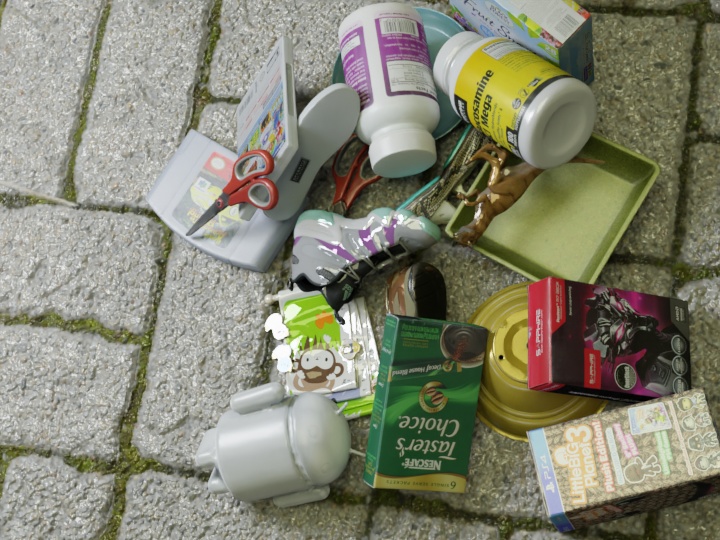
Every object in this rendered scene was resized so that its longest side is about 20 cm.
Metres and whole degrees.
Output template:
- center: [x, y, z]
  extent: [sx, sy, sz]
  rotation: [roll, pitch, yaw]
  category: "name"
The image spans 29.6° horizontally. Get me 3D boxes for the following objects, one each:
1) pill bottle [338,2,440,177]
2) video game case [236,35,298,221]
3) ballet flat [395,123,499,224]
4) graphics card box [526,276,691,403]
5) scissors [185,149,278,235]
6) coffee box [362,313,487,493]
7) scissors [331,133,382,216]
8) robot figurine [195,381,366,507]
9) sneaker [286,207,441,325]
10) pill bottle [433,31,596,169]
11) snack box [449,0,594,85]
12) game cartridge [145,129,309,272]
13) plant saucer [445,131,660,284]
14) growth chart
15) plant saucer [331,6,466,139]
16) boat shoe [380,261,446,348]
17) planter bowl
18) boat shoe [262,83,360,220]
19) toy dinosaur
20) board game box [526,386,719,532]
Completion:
- center: [0.039, -0.224, 1.711]
  extent: [0.111, 0.112, 0.201]
  rotation: [-12, 71, 9]
  category: "pill bottle"
- center: [-0.120, -0.181, 1.727]
  extent: [0.018, 0.143, 0.201]
  rotation: [17, 45, -24]
  category: "video game case"
- center: [0.117, -0.108, 1.716]
  extent: [0.075, 0.068, 0.200]
  rotation: [41, 84, -2]
  category: "ballet flat"
- center: [0.287, 0.085, 1.562]
  extent: [0.199, 0.051, 0.126]
  rotation: [11, 71, -24]
  category: "graphics card box"
- center: [-0.167, -0.096, 1.692]
  extent: [0.199, 0.014, 0.074]
  rotation: [-16, 94, 47]
  category: "scissors"
- center: [0.077, 0.157, 1.590]
  extent: [0.122, 0.044, 0.202]
  rotation: [8, 94, -21]
  category: "coffee box"
- center: [-0.031, -0.081, 1.746]
  extent: [0.073, 0.014, 0.201]
  rotation: [29, 88, 18]
  category: "scissors"
- center: [-0.096, 0.210, 1.630]
  extent: [0.199, 0.170, 0.113]
  rotation: [-14, 28, 17]
  category: "robot figurine"
- center: [0.000, 0.000, 1.656]
  extent: [0.199, 0.078, 0.141]
  rotation: [-1, 65, 32]
  category: "sneaker"
- center: [0.180, -0.212, 1.638]
  extent: [0.113, 0.112, 0.200]
  rotation: [-47, 48, -4]
  category: "pill bottle"
- center: [0.198, -0.313, 1.697]
  extent: [0.200, 0.169, 0.068]
  rotation: [41, 82, 20]
  category: "snack box"
- center: [-0.181, -0.087, 1.791]
  extent: [0.199, 0.041, 0.134]
  rotation: [30, 86, 20]
  category: "game cartridge"
- center: [0.239, -0.079, 1.676]
  extent: [0.199, 0.048, 0.201]
  rotation: [29, 82, 24]
  category: "plant saucer"
- center: [-0.041, 0.102, 1.709]
  extent: [0.144, 0.018, 0.201]
  rotation: [-21, 69, 7]
  category: "growth chart"
- center: [0.061, -0.250, 1.787]
  extent: [0.199, 0.027, 0.202]
  rotation: [-4, 73, 13]
  category: "plant saucer"
- center: [0.065, 0.093, 1.665]
  extent: [0.074, 0.075, 0.202]
  rotation: [-8, 78, 44]
  category: "boat shoe"
- center: [0.206, 0.098, 1.616]
  extent: [0.199, 0.083, 0.202]
  rotation: [-4, 72, 13]
  category: "planter bowl"
- center: [-0.071, -0.155, 1.697]
  extent: [0.201, 0.068, 0.057]
  rotation: [-56, 31, 22]
  category: "boat shoe"
- center: [0.183, -0.110, 1.658]
  extent: [0.200, 0.060, 0.106]
  rotation: [-39, 92, 3]
  category: "toy dinosaur"
- center: [0.299, 0.215, 1.518]
  extent: [0.199, 0.159, 0.098]
  rotation: [-16, 71, 9]
  category: "board game box"
